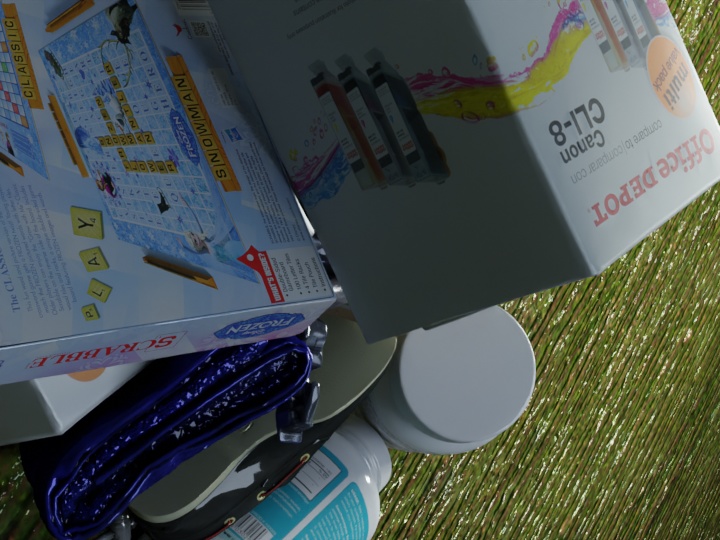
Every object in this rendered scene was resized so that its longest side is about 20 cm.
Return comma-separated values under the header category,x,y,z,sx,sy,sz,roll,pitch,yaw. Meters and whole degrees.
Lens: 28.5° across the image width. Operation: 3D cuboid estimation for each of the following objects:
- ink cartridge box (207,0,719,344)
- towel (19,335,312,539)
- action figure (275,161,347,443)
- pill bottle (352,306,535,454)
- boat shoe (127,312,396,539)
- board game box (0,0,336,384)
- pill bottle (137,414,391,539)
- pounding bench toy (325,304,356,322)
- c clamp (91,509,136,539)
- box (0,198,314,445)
category,x,y,z,sx,sy,sz,roll,pitch,yaw
ink cartridge box,0.051,-0.093,0.657,0.145,0.144,0.201,-31,99,-44
towel,-0.114,0.066,0.742,0.147,0.200,0.050,-34,101,-13
action figure,0.000,0.000,0.819,0.104,0.193,0.202,17,67,-50
pill bottle,0.053,0.076,1.027,0.200,0.113,0.114,149,-36,-79
boat shoe,-0.061,0.097,0.898,0.201,0.074,0.063,-37,149,-16
board game box,-0.132,-0.054,0.627,0.199,0.201,0.041,-7,155,-37
pill bottle,-0.060,0.177,0.982,0.200,0.110,0.111,-37,135,-46
pounding bench toy,0.038,-0.044,0.935,0.156,0.199,0.125,-22,124,-58
c clamp,-0.136,0.078,0.886,0.171,0.027,0.201,-24,124,-54
box,-0.138,-0.017,0.718,0.200,0.097,0.125,-40,107,-44
